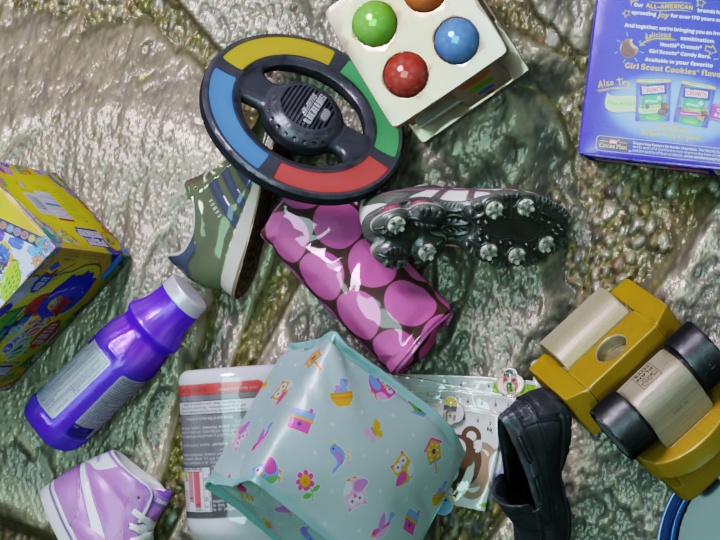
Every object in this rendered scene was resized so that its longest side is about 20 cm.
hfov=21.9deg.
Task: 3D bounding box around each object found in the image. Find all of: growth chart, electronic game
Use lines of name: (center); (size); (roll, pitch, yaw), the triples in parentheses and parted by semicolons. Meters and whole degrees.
growth chart: (0.079, 0.161, 1.754); (0.198, 0.018, 0.146); (-3, 88, 14)
electronic game: (-0.053, -0.142, 1.727); (0.200, 0.200, 0.042); (43, 138, 11)

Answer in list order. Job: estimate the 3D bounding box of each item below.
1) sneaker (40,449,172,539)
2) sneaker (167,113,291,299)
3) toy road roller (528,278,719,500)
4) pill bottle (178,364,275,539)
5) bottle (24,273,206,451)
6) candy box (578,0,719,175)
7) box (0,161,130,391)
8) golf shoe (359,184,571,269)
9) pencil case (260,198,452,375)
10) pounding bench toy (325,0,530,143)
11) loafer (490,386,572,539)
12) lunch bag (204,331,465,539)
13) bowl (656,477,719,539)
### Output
sneaker: (-0.219, 0.270, 1.795); (0.114, 0.073, 0.202); (-30, 81, 7)
sneaker: (-0.127, -0.081, 1.787); (0.089, 0.067, 0.202); (17, 91, 15)
toy road roller: (0.258, 0.115, 1.654); (0.123, 0.200, 0.146); (-41, 120, -3)
pill bottle: (-0.109, 0.191, 1.747); (0.115, 0.116, 0.202); (-4, 86, 13)
bottle: (-0.234, 0.088, 1.798); (0.200, 0.083, 0.065); (-44, 78, 9)
candy box: (0.295, -0.192, 1.686); (0.167, 0.077, 0.202); (8, 90, 15)
box: (-0.352, 0.008, 1.771); (0.193, 0.200, 0.122); (-46, 79, 8)
golf shoe: (0.096, -0.053, 1.718); (0.198, 0.088, 0.078); (0, 118, -17)
pencil case: (0.000, 0.000, 1.748); (0.093, 0.091, 0.200); (-37, 80, -25)
pounding bench toy: (0.042, -0.240, 1.708); (0.124, 0.156, 0.201); (-33, 80, 10)
loafer: (0.148, 0.196, 1.669); (0.070, 0.068, 0.202); (-19, 126, -22)
lunch bag: (-0.012, 0.181, 1.674); (0.200, 0.122, 0.171); (40, 64, -21)
bowl: (0.365, 0.253, 1.669); (0.199, 0.039, 0.203); (-1, 88, 14)
